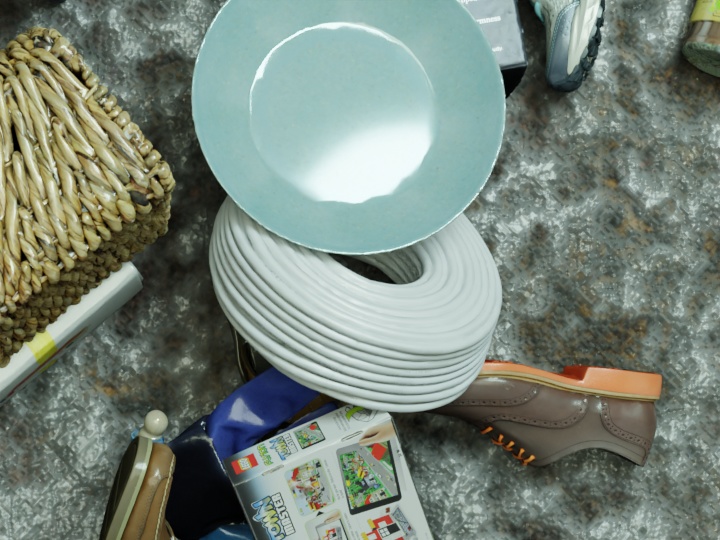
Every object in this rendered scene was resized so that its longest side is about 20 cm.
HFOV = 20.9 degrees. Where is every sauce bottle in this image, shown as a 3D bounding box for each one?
[{"bbox_3d":[0.286,-0.235,1.377,0.064,0.065,0.201,20,83,-2],"label":"sauce bottle"}]

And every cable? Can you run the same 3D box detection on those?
[{"bbox_3d":[0.000,0.000,1.267,0.199,0.200,0.069,28,126,0],"label":"cable"}]

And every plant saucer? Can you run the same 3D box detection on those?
[{"bbox_3d":[-0.008,-0.103,1.240,0.200,0.039,0.202,2,76,-7],"label":"plant saucer"}]

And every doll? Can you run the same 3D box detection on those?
[{"bbox_3d":[-0.086,0.134,1.286,0.200,0.049,0.137,-35,108,13],"label":"doll"}]

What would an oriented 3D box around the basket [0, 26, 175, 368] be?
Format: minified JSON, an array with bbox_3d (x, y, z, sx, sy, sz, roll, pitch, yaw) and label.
[{"bbox_3d":[-0.210,-0.046,1.164,0.149,0.200,0.143,-39,88,-10],"label":"basket"}]

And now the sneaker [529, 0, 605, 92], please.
[{"bbox_3d":[0.131,-0.220,1.367,0.086,0.078,0.201,2,75,6],"label":"sneaker"}]

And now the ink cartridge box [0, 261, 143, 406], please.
[{"bbox_3d":[-0.265,0.014,1.297,0.200,0.083,0.145,-40,88,-8],"label":"ink cartridge box"}]

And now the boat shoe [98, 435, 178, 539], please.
[{"bbox_3d":[-0.139,0.189,1.257,0.068,0.072,0.200,15,126,-6],"label":"boat shoe"}]

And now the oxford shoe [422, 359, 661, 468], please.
[{"bbox_3d":[0.106,0.098,1.323,0.199,0.071,0.073,4,88,-4],"label":"oxford shoe"}]

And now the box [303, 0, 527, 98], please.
[{"bbox_3d":[0.021,-0.212,1.334,0.147,0.104,0.201,-9,84,-5],"label":"box"}]

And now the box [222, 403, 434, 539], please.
[{"bbox_3d":[-0.006,0.188,1.269,0.110,0.035,0.201,-22,118,-7],"label":"box"}]

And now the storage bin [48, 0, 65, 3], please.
[{"bbox_3d":[-0.247,-0.273,1.307,0.200,0.134,0.146,30,82,-1],"label":"storage bin"}]

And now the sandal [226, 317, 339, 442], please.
[{"bbox_3d":[-0.041,0.065,1.322,0.081,0.055,0.201,-19,86,-6],"label":"sandal"}]
